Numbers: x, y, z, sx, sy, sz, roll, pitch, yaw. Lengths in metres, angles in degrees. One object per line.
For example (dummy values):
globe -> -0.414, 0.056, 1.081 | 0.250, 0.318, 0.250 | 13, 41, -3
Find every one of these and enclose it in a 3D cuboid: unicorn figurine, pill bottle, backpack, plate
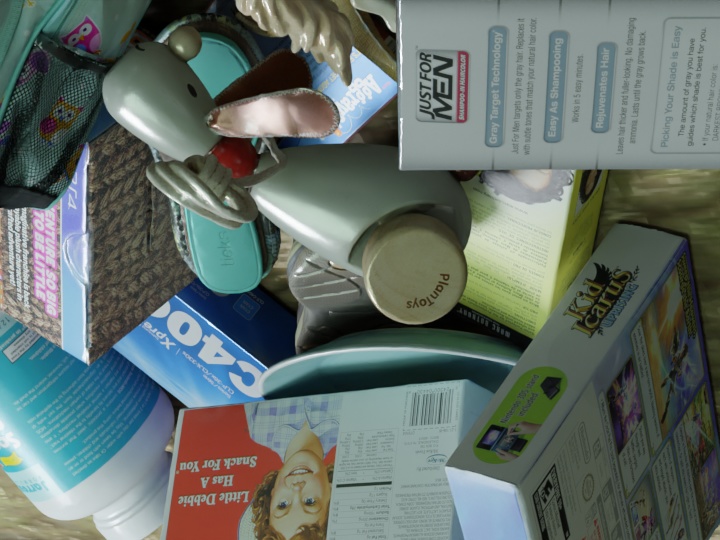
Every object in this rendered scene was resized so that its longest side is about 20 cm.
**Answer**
unicorn figurine -> -0.005, -0.193, 1.017 | 0.137, 0.202, 0.074 | 21, 167, -31
pill bottle -> -0.193, 0.080, 1.485 | 0.110, 0.111, 0.200 | -18, 116, 49
backpack -> -0.192, -0.150, 1.128 | 0.175, 0.201, 0.153 | 38, -171, 24
plate -> 0.043, 0.064, 1.275 | 0.198, 0.026, 0.200 | 6, 161, 2

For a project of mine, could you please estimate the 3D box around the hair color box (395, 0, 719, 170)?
hair color box -> 0.114, -0.097, 0.992 | 0.198, 0.061, 0.099 | 0, 136, 1

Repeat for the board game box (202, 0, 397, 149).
board game box -> -0.054, -0.095, 1.250 | 0.103, 0.019, 0.200 | 45, 144, -5

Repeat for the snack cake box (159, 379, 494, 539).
snack cake box -> -0.012, 0.130, 1.267 | 0.199, 0.116, 0.067 | -7, 157, 35

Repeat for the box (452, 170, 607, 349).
box -> 0.081, -0.048, 1.157 | 0.075, 0.050, 0.201 | 26, 143, 18

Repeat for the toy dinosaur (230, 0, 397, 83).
toy dinosaur -> -0.020, -0.137, 1.110 | 0.201, 0.058, 0.101 | 60, 161, 0

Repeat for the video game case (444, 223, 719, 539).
video game case -> 0.120, 0.110, 1.183 | 0.045, 0.182, 0.201 | 14, 138, 31

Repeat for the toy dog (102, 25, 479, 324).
toy dog -> -0.013, -0.059, 1.098 | 0.199, 0.097, 0.132 | 28, -169, -32

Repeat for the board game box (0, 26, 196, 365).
board game box -> -0.193, -0.074, 1.298 | 0.199, 0.097, 0.160 | 30, 137, 22

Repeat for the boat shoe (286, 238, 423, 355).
boat shoe -> 0.000, 0.000, 1.265 | 0.074, 0.074, 0.200 | 2, 159, 1

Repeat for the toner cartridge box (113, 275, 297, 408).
toner cartridge box -> -0.076, 0.052, 1.410 | 0.200, 0.043, 0.095 | 38, 146, 1

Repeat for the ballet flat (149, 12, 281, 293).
ballet flat -> -0.076, -0.075, 1.217 | 0.074, 0.074, 0.201 | 24, 143, 18
